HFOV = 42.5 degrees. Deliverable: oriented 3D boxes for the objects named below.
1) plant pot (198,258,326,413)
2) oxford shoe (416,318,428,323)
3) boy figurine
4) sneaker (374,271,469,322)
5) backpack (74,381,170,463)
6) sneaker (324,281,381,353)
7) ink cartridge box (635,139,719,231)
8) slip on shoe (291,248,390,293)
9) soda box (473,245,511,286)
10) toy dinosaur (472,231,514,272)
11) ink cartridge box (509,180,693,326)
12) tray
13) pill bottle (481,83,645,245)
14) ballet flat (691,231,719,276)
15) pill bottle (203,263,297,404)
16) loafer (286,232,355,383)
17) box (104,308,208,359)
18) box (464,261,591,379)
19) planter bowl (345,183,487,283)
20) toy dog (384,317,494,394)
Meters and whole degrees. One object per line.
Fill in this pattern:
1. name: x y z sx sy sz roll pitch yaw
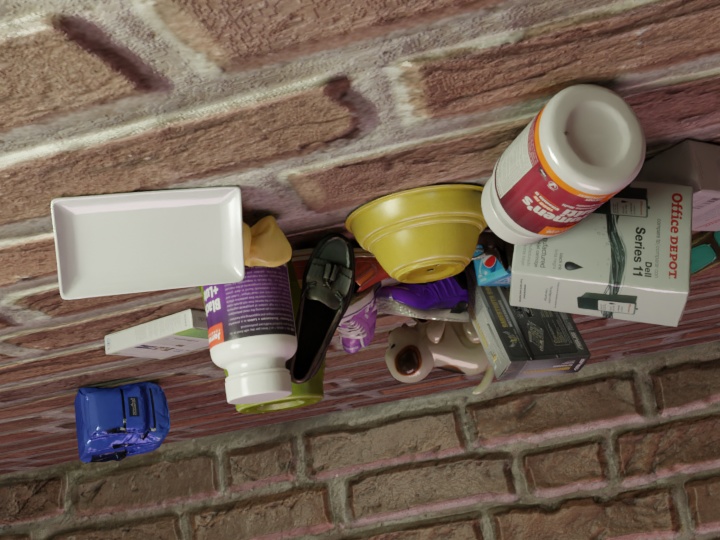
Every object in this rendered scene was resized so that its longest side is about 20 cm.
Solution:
1. plant pot: -0.127 0.101 1.345 0.196 0.197 0.201 -9 166 -2
2. oxford shoe: 0.116 0.041 1.524 0.070 0.073 0.200 -7 164 -2
3. boy figurine: -0.172 -0.032 1.066 0.197 0.065 0.125 -7 143 -23
4. sneaker: 0.094 0.021 1.376 0.069 0.102 0.198 5 177 40
5. backpack: -0.521 0.333 2.052 0.197 0.165 0.168 -1 161 -25
6. sneaker: -0.013 0.074 1.336 0.071 0.117 0.200 10 -166 19
7. ink cartridge box: 0.435 -0.103 1.173 0.197 0.069 0.115 2 161 -36
8. slip on shoe: 0.000 0.000 1.280 0.196 0.063 0.074 -1 177 -23
9. soda box: 0.266 -0.013 1.420 0.197 0.065 0.067 3 162 -37
10. toy dinosaur: 0.235 -0.014 1.261 0.076 0.200 0.104 -12 132 -29
11. ink cartridge box: 0.280 -0.028 1.074 0.196 0.149 0.083 6 151 11
12. tray: -0.224 -0.033 0.990 0.196 0.110 0.022 -6 -164 -17
13. pill bottle: 0.199 -0.099 0.952 0.107 0.112 0.200 -5 165 -14
14. ballet flat: 0.607 -0.048 1.541 0.065 0.071 0.199 -33 -177 -33
15. pill bottle: -0.138 0.060 1.161 0.109 0.204 0.112 -8 166 -2
16. loafer: -0.051 0.053 1.201 0.071 0.204 0.063 16 -175 -5
17. box: -0.318 0.112 1.588 0.197 0.037 0.144 -16 164 27
18. box: 0.251 0.070 1.454 0.156 0.202 0.049 -3 143 -26
19. planter bowl: 0.083 -0.035 1.179 0.196 0.085 0.201 -9 166 -2
20. toy dog: 0.138 0.141 1.694 0.196 0.198 0.139 -12 179 -13
